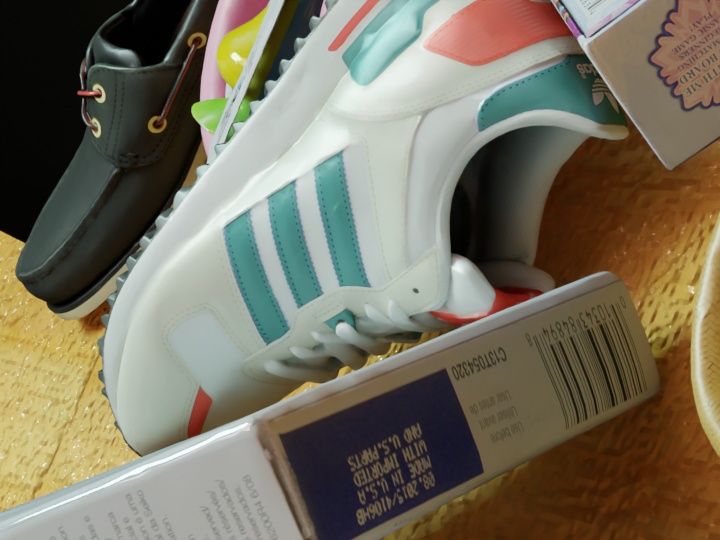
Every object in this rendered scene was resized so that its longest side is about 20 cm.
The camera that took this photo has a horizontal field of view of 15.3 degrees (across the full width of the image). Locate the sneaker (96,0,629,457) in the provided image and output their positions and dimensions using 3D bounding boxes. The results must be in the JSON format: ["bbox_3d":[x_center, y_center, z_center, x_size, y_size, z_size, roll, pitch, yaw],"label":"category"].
[{"bbox_3d":[0.000,0.000,0.775,0.093,0.070,0.200,49,116,25],"label":"sneaker"}]

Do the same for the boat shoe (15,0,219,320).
[{"bbox_3d":[-0.079,-0.073,1.027,0.202,0.063,0.074,-56,30,15],"label":"boat shoe"}]

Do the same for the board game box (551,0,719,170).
[{"bbox_3d":[0.123,-0.131,0.658,0.199,0.041,0.200,-35,25,8],"label":"board game box"}]

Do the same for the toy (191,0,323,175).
[{"bbox_3d":[0.012,-0.122,0.807,0.201,0.047,0.115,-60,8,19],"label":"toy"}]

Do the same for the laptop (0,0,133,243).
[{"bbox_3d":[-0.182,-0.126,1.123,0.103,0.177,0.200,-53,30,16],"label":"laptop"}]

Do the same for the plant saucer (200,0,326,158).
[{"bbox_3d":[0.023,-0.103,0.889,0.200,0.051,0.201,-40,34,35],"label":"plant saucer"}]

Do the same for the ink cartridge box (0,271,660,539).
[{"bbox_3d":[-0.047,0.065,0.686,0.199,0.196,0.044,-25,88,30],"label":"ink cartridge box"}]

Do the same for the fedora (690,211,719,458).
[{"bbox_3d":[0.132,0.003,0.568,0.200,0.082,0.201,-40,35,36],"label":"fedora"}]
